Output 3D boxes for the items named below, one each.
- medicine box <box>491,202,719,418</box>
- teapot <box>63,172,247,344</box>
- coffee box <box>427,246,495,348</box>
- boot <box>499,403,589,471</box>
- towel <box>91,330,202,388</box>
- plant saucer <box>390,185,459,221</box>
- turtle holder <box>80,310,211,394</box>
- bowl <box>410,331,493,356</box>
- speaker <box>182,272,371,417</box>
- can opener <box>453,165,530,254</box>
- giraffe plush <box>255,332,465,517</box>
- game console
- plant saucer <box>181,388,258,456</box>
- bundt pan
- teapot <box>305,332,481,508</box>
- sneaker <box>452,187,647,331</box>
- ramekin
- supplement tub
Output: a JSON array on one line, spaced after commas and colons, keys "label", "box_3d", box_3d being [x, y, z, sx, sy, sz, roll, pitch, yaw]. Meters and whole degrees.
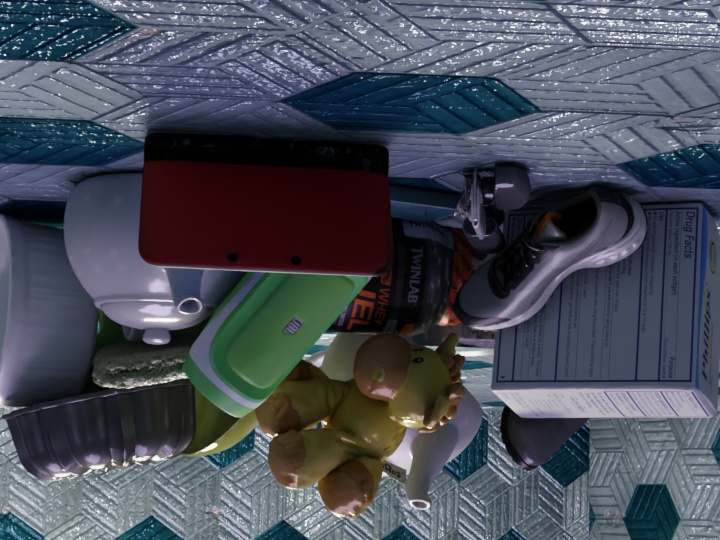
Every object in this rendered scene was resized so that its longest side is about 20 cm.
[{"label": "medicine box", "box_3d": [0.236, 0.041, 1.654, 0.199, 0.183, 0.103, -1, 160, 21]}, {"label": "teapot", "box_3d": [-0.188, -0.004, 1.620, 0.196, 0.147, 0.200, -2, 172, 25]}, {"label": "coffee box", "box_3d": [0.177, 0.026, 1.853, 0.199, 0.114, 0.080, 3, 171, -12]}, {"label": "boot", "box_3d": [0.229, 0.115, 1.738, 0.131, 0.070, 0.200, -31, -171, 43]}, {"label": "towel", "box_3d": [-0.161, 0.083, 1.686, 0.199, 0.037, 0.148, -8, -176, -8]}, {"label": "plant saucer", "box_3d": [-0.006, -0.068, 1.588, 0.199, 0.019, 0.070, 5, 171, -27]}, {"label": "turtle holder", "box_3d": [-0.211, 0.068, 1.839, 0.140, 0.186, 0.132, 18, 149, 9]}, {"label": "bowl", "box_3d": [0.104, 0.041, 1.989, 0.199, 0.106, 0.201, 1, 171, 0]}, {"label": "speaker", "box_3d": [-0.070, 0.035, 1.568, 0.088, 0.200, 0.088, 40, -173, -6]}, {"label": "can opener", "box_3d": [0.119, -0.050, 1.561, 0.066, 0.053, 0.200, 0, 171, 5]}, {"label": "giraffe plush", "box_3d": [0.020, 0.129, 1.664, 0.199, 0.173, 0.162, 18, 133, -38]}, {"label": "game console", "box_3d": [-0.079, -0.045, 1.420, 0.199, 0.119, 0.172, 3, 171, -6]}, {"label": "plant saucer", "box_3d": [-0.121, 0.116, 1.817, 0.031, 0.201, 0.200, 38, 157, -20]}, {"label": "bundt pan", "box_3d": [-0.256, 0.165, 1.755, 0.201, 0.076, 0.202, -10, 174, -1]}, {"label": "teapot", "box_3d": [0.021, 0.152, 1.872, 0.197, 0.146, 0.200, 41, 174, 1]}, {"label": "sneaker", "box_3d": [0.162, -0.016, 1.594, 0.200, 0.074, 0.079, -35, 142, 22]}, {"label": "ramekin", "box_3d": [-0.336, 0.046, 1.787, 0.097, 0.202, 0.200, 6, 170, -24]}, {"label": "supplement tub", "box_3d": [0.000, 0.000, 1.682, 0.199, 0.123, 0.122, 3, 171, -13]}]
